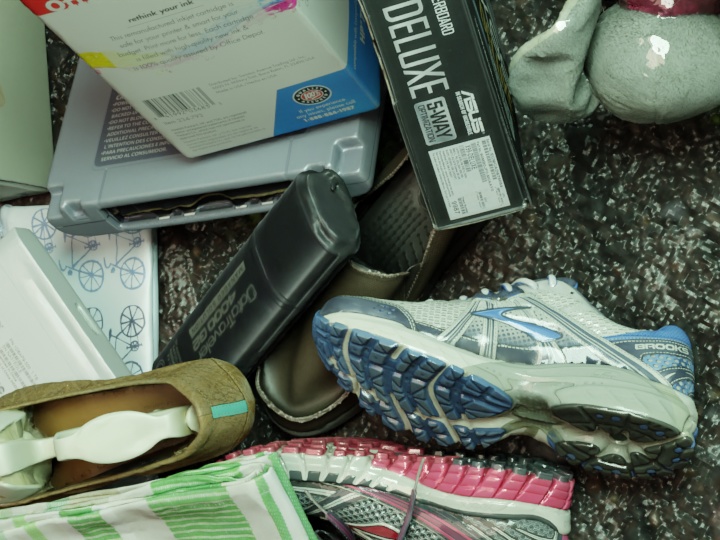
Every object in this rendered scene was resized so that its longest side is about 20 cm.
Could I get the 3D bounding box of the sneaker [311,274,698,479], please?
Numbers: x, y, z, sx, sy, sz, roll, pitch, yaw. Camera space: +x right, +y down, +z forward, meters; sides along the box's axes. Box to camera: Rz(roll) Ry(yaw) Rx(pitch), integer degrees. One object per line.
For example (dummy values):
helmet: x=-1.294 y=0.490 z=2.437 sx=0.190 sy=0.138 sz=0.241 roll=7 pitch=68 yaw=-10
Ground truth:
sneaker: x=0.076 y=0.043 z=0.916 sx=0.200 sy=0.077 sz=0.085 roll=15 pitch=53 yaw=8

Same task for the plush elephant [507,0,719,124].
plush elephant: x=0.152 y=-0.141 z=0.862 sx=0.164 sy=0.200 sz=0.155 roll=13 pitch=120 yaw=4

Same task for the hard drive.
hard drive: x=-0.228 y=0.089 z=1.031 sx=0.200 sy=0.027 sz=0.132 roll=-40 pitch=77 yaw=14

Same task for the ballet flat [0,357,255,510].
ballet flat: x=-0.153 y=0.092 z=0.954 sx=0.200 sy=0.072 sz=0.068 roll=-12 pitch=90 yaw=18

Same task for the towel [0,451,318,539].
towel: x=-0.106 y=0.177 z=0.966 sx=0.200 sy=0.023 sz=0.153 roll=-15 pitch=116 yaw=21

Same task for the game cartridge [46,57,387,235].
game cartridge: x=-0.075 y=-0.091 z=0.995 sx=0.200 sy=0.041 sz=0.133 roll=-6 pitch=62 yaw=27

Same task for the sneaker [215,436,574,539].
sneaker: x=0.010 y=0.128 z=0.944 sx=0.200 sy=0.081 sz=0.075 roll=5 pitch=90 yaw=25

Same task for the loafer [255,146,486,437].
loafer: x=0.000 y=0.000 z=0.962 sx=0.073 sy=0.071 sz=0.200 roll=36 pitch=101 yaw=22

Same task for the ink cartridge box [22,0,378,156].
ink cartridge box: x=-0.084 y=-0.141 z=0.866 sx=0.116 sy=0.200 sz=0.067 roll=-13 pitch=58 yaw=22

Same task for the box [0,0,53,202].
box: x=-0.246 y=-0.141 z=1.082 sx=0.095 sy=0.078 sz=0.200 roll=-9 pitch=82 yaw=23

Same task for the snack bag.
snack bag: x=-0.208 y=0.053 z=1.082 sx=0.200 sy=0.021 sz=0.189 roll=-2 pitch=86 yaw=25

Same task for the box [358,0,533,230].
box: x=0.027 y=-0.143 z=0.855 sx=0.050 sy=0.158 sz=0.200 roll=-15 pitch=121 yaw=9

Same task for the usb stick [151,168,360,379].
usb stick: x=-0.059 y=0.020 z=0.964 sx=0.200 sy=0.033 sz=0.056 roll=-49 pitch=54 yaw=43
